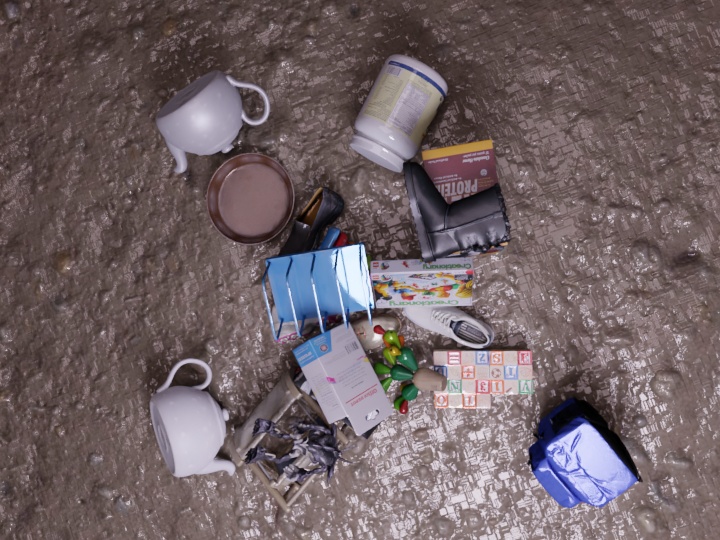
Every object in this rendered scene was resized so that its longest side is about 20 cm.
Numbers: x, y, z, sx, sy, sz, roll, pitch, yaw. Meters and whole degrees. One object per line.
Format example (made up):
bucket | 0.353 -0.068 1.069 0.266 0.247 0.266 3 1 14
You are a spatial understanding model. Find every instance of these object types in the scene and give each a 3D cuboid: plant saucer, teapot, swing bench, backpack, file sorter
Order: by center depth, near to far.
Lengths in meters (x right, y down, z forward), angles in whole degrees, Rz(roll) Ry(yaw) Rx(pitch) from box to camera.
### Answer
backpack | 0.407 0.339 1.225 0.167 0.200 0.163 -35 88 14
file sorter | -0.080 0.044 1.238 0.198 0.123 0.140 -9 109 4
swing bench | -0.147 0.344 1.332 0.200 0.130 0.199 41 95 6
teapot | -0.350 0.322 1.353 0.145 0.201 0.198 -17 49 -28
teapot | -0.320 -0.317 1.363 0.198 0.199 0.146 -54 123 -26
plant saucer | -0.239 -0.156 1.409 0.199 0.034 0.202 0 89 7

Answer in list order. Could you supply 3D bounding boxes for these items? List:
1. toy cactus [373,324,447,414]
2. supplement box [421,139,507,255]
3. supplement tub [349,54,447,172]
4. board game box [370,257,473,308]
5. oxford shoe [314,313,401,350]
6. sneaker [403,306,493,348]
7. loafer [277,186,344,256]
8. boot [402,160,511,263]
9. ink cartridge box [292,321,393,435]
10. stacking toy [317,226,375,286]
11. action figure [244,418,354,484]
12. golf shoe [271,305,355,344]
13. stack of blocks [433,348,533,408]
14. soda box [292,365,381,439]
toy cactus | 0.091 0.211 1.292 0.164 0.102 0.202 9 111 32
supplement box | 0.202 -0.130 1.265 0.132 0.200 0.199 -9 87 7
supplement tub | 0.076 -0.320 1.316 0.144 0.145 0.201 28 92 8
board game box | 0.124 0.026 1.277 0.198 0.127 0.035 -2 54 7
oxford shoe | -0.009 0.141 1.348 0.199 0.074 0.071 -19 85 6
sneaker | 0.183 0.102 1.325 0.199 0.071 0.074 19 91 9
loafer | -0.120 -0.093 1.362 0.073 0.072 0.201 33 88 36
boot | 0.171 -0.114 1.131 0.161 0.073 0.200 -15 94 11
ink cartridge box | -0.032 0.215 1.246 0.068 0.115 0.201 -34 80 45
stacking toy | 0.000 0.000 1.350 0.199 0.116 0.110 28 91 -6
action figure | -0.114 0.336 1.214 0.199 0.102 0.120 19 64 -25
golf shoe | -0.100 0.084 1.365 0.199 0.075 0.092 -21 71 0
stack of blocks | 0.250 0.221 1.318 0.198 0.059 0.116 -2 88 7
soda box | -0.045 0.257 1.327 0.200 0.071 0.063 39 94 -8
